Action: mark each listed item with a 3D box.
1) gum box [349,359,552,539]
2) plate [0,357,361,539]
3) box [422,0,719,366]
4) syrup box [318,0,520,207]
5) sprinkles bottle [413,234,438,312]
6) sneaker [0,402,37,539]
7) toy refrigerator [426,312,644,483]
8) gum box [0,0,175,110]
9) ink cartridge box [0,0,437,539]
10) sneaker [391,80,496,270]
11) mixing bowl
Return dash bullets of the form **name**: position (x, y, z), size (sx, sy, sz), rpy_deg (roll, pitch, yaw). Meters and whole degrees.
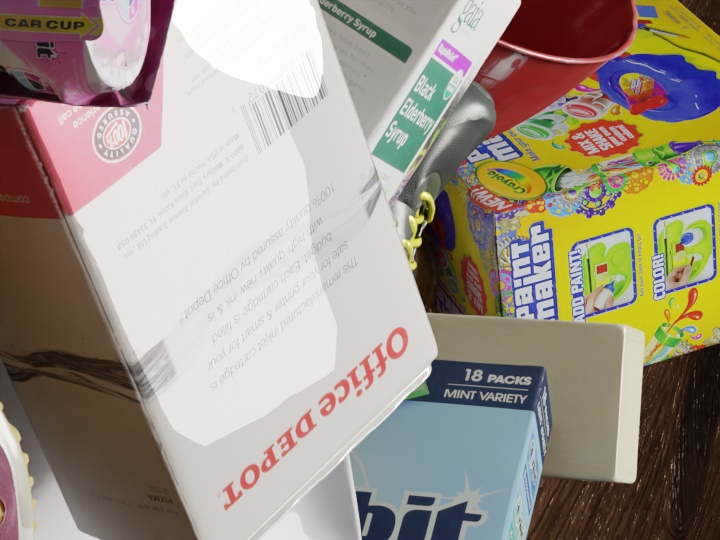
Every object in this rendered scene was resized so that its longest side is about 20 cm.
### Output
- **gum box**: position (-0.014, 0.122, 1.300), size (0.045, 0.169, 0.201), rpy_deg (79, 20, -44)
- **plate**: position (-0.085, 0.066, 1.151), size (0.199, 0.032, 0.201), rpy_deg (-29, 118, -43)
- **box**: position (0.124, -0.046, 1.593), size (0.200, 0.192, 0.123), rpy_deg (-129, -152, -54)
- **syrup box**: position (-0.021, -0.062, 1.250), size (0.200, 0.081, 0.079), rpy_deg (-56, 165, 3)
- **sprinkles bottle**: position (-0.012, -0.010, 1.476), size (0.200, 0.068, 0.069), rpy_deg (33, 61, -73)
- **sneaker**: position (-0.163, 0.044, 0.934), size (0.090, 0.075, 0.201), rpy_deg (-46, 131, -56)
- **toy refrigerator**: position (0.035, 0.060, 1.412), size (0.070, 0.199, 0.076), rpy_deg (18, 75, -75)
- **gum box**: position (-0.115, -0.149, 0.972), size (0.066, 0.113, 0.201), rpy_deg (65, 32, -61)
- **ink cartridge box**: position (-0.068, -0.014, 1.069), size (0.146, 0.083, 0.201), rpy_deg (-42, 125, -35)
- **sneaker**: position (0.000, 0.000, 1.325), size (0.200, 0.085, 0.074), rpy_deg (-47, 158, -4)
- **mixing bowl**: position (0.024, -0.131, 1.424), size (0.109, 0.200, 0.200), rpy_deg (-55, -178, 30)
